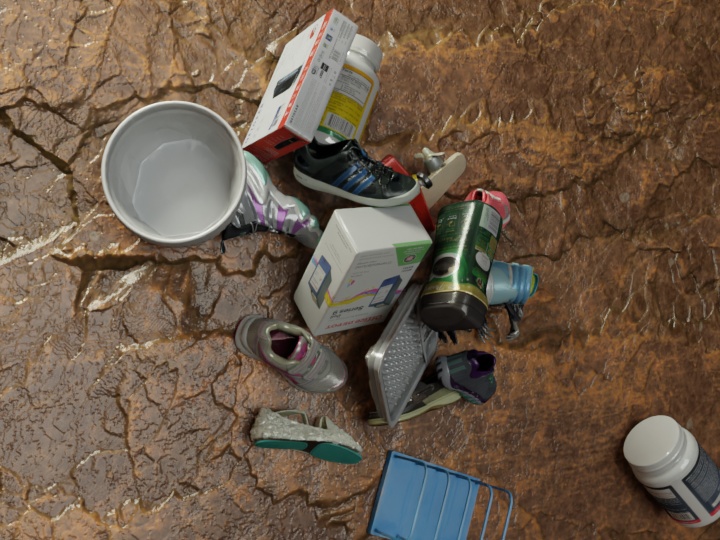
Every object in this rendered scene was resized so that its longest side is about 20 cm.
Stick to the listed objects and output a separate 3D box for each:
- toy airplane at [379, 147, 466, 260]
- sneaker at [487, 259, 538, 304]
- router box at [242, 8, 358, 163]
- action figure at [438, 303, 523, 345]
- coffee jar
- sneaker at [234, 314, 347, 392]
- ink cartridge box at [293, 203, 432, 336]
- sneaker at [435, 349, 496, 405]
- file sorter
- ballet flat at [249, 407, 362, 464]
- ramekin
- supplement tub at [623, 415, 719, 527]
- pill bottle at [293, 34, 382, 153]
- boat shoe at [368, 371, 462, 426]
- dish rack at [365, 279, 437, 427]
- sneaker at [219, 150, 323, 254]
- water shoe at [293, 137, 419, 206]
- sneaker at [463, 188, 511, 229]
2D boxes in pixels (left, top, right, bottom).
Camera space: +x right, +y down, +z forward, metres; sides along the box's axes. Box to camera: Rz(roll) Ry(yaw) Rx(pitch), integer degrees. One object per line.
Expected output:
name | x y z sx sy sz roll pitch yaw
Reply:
toy airplane | 0.076 -0.111 1.377 0.198 0.141 0.201 -9 129 -38
sneaker | 0.229 0.008 1.402 0.128 0.200 0.081 3 113 -12
router box | -0.096 -0.275 1.250 0.048 0.179 0.202 27 74 -24
action figure | 0.231 0.080 1.453 0.198 0.119 0.103 -19 85 -19
coffee jar | 0.157 -0.003 1.276 0.085 0.103 0.203 36 59 -39
sneaker | -0.097 0.136 1.274 0.198 0.088 0.082 28 74 -25
ink cartridge box | 0.000 0.000 1.265 0.144 0.201 0.088 -8 55 -35
sneaker | 0.209 0.180 1.406 0.199 0.087 0.075 24 48 -54
file sorter | 0.139 0.404 1.371 0.198 0.122 0.141 23 76 -26
ballet flat | -0.079 0.256 1.292 0.198 0.071 0.073 18 78 -27
ramekin | -0.259 -0.126 1.161 0.197 0.105 0.204 1 79 -6
supplement tub | 0.634 0.403 1.640 0.200 0.140 0.141 47 67 -19
pill bottle | -0.034 -0.275 1.323 0.112 0.112 0.203 26 75 -25
boat shoe | 0.089 0.213 1.390 0.198 0.073 0.066 -13 88 -39
dish rack | 0.064 0.128 1.306 0.201 0.043 0.173 -57 150 -37
sneaker | -0.161 -0.070 1.265 0.200 0.078 0.140 42 70 -10
water shoe | -0.007 -0.152 1.222 0.197 0.080 0.072 11 38 8
sneaker | 0.220 -0.109 1.434 0.200 0.073 0.088 -49 142 -53
